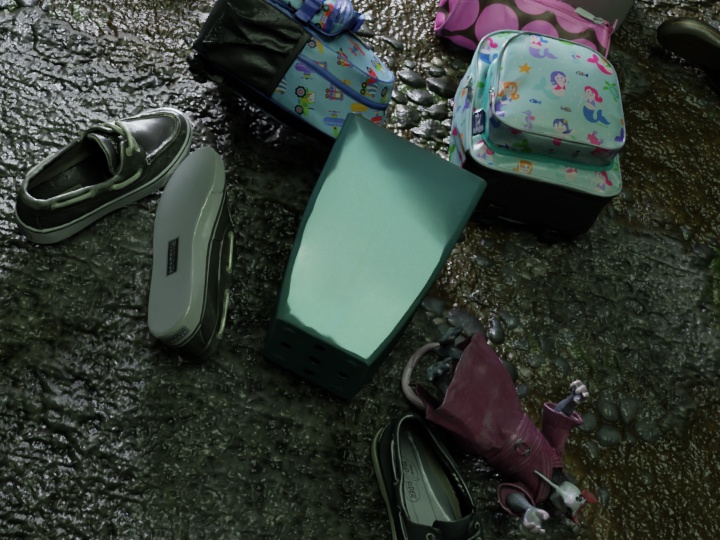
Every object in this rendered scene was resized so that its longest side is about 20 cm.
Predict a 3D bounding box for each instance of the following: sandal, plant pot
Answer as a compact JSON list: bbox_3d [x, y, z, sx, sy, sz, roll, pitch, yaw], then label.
[{"bbox_3d":[0.444,-0.241,1.342,0.198,0.082,0.055,23,70,-4],"label":"sandal"},{"bbox_3d":[0.000,0.000,1.009,0.140,0.142,0.202,26,61,0],"label":"plant pot"}]

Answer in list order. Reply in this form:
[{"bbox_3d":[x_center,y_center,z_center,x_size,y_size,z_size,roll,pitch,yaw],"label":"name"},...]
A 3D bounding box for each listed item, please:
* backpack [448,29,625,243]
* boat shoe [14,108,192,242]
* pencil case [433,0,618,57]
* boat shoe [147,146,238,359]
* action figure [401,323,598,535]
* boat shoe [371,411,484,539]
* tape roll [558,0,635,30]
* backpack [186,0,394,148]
[{"bbox_3d":[0.183,-0.158,1.165,0.175,0.151,0.202,12,51,-8],"label":"backpack"},{"bbox_3d":[-0.227,-0.099,1.029,0.071,0.064,0.200,41,55,10],"label":"boat shoe"},{"bbox_3d":[0.185,-0.275,1.268,0.197,0.094,0.092,19,54,-5],"label":"pencil case"},{"bbox_3d":[-0.146,-0.016,1.016,0.064,0.070,0.203,37,47,-44],"label":"boat shoe"},{"bbox_3d":[0.123,0.154,0.983,0.200,0.149,0.134,48,60,-8],"label":"action figure"},{"bbox_3d":[0.067,0.208,0.935,0.073,0.066,0.202,-6,60,-21],"label":"boat shoe"},{"bbox_3d":[0.253,-0.391,1.336,0.200,0.140,0.205,8,57,-12],"label":"tape roll"},{"bbox_3d":[-0.048,-0.207,1.098,0.199,0.135,0.183,32,14,-4],"label":"backpack"}]
